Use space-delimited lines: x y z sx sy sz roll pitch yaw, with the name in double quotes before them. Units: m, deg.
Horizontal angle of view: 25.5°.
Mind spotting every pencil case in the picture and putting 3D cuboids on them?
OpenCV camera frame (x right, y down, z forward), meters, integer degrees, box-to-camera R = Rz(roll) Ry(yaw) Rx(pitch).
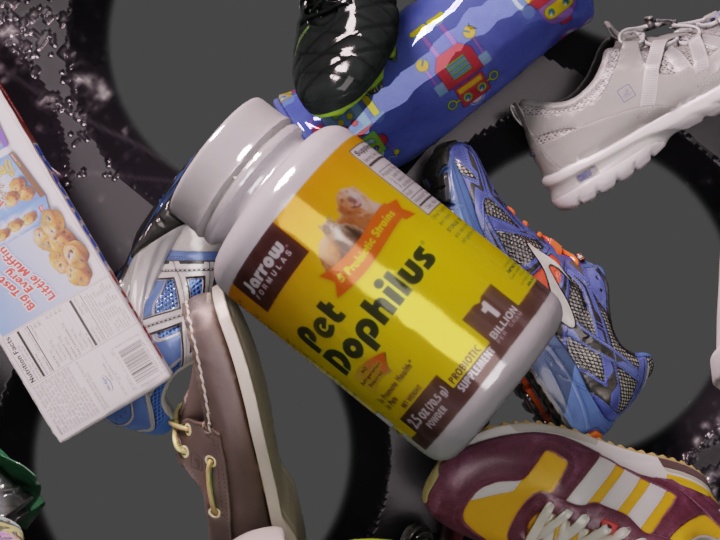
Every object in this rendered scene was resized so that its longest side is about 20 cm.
"pencil case" 0.044 -0.124 0.927 0.200 0.087 0.078 -38 118 -2

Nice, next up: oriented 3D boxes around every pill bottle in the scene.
"pill bottle" 0.000 0.000 0.837 0.200 0.109 0.109 38 87 4

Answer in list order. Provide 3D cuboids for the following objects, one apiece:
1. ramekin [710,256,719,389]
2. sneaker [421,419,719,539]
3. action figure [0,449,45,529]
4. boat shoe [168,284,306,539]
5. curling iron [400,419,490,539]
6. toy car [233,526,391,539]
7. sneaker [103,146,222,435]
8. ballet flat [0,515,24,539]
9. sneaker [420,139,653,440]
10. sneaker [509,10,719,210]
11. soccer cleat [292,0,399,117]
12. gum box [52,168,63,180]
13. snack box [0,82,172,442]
"ramekin" 0.293 0.010 0.891 0.201 0.202 0.095 -3 76 -4
"sneaker" 0.132 0.144 0.891 0.199 0.090 0.075 10 122 -24
"action figure" -0.262 0.068 0.897 0.200 0.118 0.055 45 60 7
"boat shoe" -0.075 0.102 0.895 0.059 0.072 0.201 -11 118 3
"curling iron" 0.056 0.107 0.916 0.026 0.049 0.201 29 113 35
"toy car" -0.005 0.240 0.858 0.174 0.150 0.201 9 127 -8
"sneaker" -0.100 0.004 0.924 0.077 0.076 0.200 31 97 -10
"ballet flat" -0.241 0.141 0.848 0.069 0.200 0.071 -38 103 -29
"sneaker" 0.102 0.008 0.941 0.078 0.075 0.200 -33 100 -13
"sneaker" 0.179 -0.122 0.938 0.200 0.075 0.082 -36 94 -3
"soccer cleat" -0.014 -0.171 0.884 0.067 0.201 0.081 -17 136 30
"gum box" -0.287 -0.067 0.907 0.200 0.066 0.114 35 88 -3
"snack box" -0.184 -0.010 0.869 0.072 0.024 0.201 -30 94 -1
